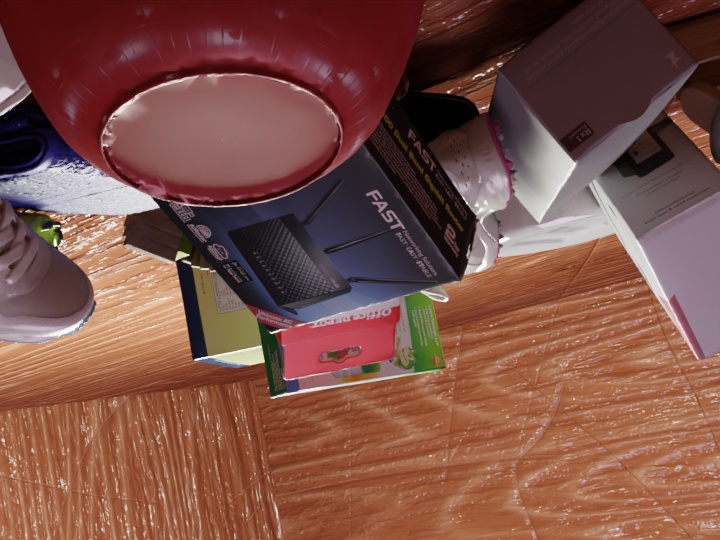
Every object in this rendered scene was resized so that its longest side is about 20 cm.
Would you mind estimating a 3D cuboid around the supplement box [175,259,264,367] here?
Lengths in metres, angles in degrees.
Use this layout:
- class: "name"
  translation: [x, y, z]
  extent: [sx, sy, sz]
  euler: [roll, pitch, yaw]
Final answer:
- class: "supplement box"
  translation: [-0.091, 0.029, 1.295]
  extent: [0.199, 0.134, 0.200]
  euler: [-12, 171, 7]

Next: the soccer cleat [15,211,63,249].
- class: "soccer cleat"
  translation: [-0.285, -0.017, 0.868]
  extent: [0.084, 0.065, 0.200]
  euler: [7, -179, -16]

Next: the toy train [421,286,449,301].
- class: "toy train"
  translation: [0.000, 0.000, 0.816]
  extent: [0.150, 0.056, 0.200]
  euler: [24, 171, 15]

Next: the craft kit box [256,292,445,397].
- class: "craft kit box"
  translation: [-0.017, 0.019, 1.118]
  extent: [0.197, 0.200, 0.049]
  euler: [-5, 169, -30]

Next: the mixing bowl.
- class: "mixing bowl"
  translation: [-0.058, -0.097, 0.441]
  extent: [0.200, 0.109, 0.200]
  euler: [-6, 154, -3]

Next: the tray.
- class: "tray"
  translation: [0.335, -0.184, 0.813]
  extent: [0.200, 0.037, 0.099]
  euler: [-15, 170, 16]

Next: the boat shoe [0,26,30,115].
- class: "boat shoe"
  translation: [-0.259, -0.100, 0.560]
  extent: [0.200, 0.073, 0.062]
  euler: [-19, -146, 3]

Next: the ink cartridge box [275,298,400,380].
- class: "ink cartridge box"
  translation: [-0.027, -0.007, 0.959]
  extent: [0.116, 0.200, 0.067]
  euler: [-9, -146, -17]

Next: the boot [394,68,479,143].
- class: "boot"
  translation: [0.007, -0.109, 0.757]
  extent: [0.200, 0.073, 0.151]
  euler: [-4, 170, -12]

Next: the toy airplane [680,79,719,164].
- class: "toy airplane"
  translation: [0.350, -0.068, 0.791]
  extent: [0.200, 0.199, 0.141]
  euler: [-8, -160, 40]

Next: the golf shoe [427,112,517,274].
- class: "golf shoe"
  translation: [0.060, -0.047, 0.801]
  extent: [0.091, 0.075, 0.200]
  euler: [-17, 156, -5]

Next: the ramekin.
- class: "ramekin"
  translation: [0.197, -0.081, 1.088]
  extent: [0.200, 0.098, 0.200]
  euler: [-11, 171, -2]

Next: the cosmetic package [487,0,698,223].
- class: "cosmetic package"
  translation: [0.152, -0.112, 0.766]
  extent: [0.107, 0.090, 0.200]
  euler: [-38, 169, -5]

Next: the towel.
- class: "towel"
  translation: [-0.204, -0.077, 0.778]
  extent: [0.148, 0.050, 0.200]
  euler: [-9, 175, 31]

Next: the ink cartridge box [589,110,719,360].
- class: "ink cartridge box"
  translation: [0.255, -0.047, 0.894]
  extent: [0.083, 0.145, 0.200]
  euler: [-30, -148, 10]

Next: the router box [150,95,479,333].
- class: "router box"
  translation: [-0.043, -0.060, 0.643]
  extent: [0.150, 0.062, 0.200]
  euler: [-18, 126, 32]

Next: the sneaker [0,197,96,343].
- class: "sneaker"
  translation: [-0.251, -0.024, 0.672]
  extent: [0.200, 0.077, 0.081]
  euler: [35, 137, -22]

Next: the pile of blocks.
- class: "pile of blocks"
  translation: [-0.128, -0.039, 0.987]
  extent: [0.200, 0.082, 0.062]
  euler: [-5, 176, -29]
